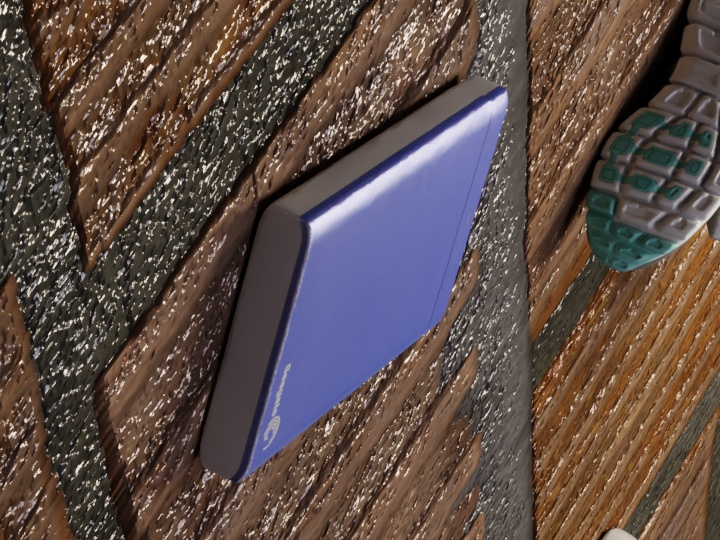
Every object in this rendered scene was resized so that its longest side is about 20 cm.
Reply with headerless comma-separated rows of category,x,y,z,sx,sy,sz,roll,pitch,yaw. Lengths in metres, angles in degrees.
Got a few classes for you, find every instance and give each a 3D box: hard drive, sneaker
hard drive,0.000,0.000,1.322,0.200,0.025,0.132,-36,147,-56
sneaker,0.193,-0.075,1.690,0.200,0.077,0.091,-57,164,-18

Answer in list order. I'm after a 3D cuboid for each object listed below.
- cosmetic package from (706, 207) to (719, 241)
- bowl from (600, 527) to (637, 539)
cosmetic package,0.335,-0.097,1.799,0.123,0.199,0.200,-83,-169,-69
bowl,0.179,0.301,2.147,0.200,0.075,0.200,-60,161,-9
